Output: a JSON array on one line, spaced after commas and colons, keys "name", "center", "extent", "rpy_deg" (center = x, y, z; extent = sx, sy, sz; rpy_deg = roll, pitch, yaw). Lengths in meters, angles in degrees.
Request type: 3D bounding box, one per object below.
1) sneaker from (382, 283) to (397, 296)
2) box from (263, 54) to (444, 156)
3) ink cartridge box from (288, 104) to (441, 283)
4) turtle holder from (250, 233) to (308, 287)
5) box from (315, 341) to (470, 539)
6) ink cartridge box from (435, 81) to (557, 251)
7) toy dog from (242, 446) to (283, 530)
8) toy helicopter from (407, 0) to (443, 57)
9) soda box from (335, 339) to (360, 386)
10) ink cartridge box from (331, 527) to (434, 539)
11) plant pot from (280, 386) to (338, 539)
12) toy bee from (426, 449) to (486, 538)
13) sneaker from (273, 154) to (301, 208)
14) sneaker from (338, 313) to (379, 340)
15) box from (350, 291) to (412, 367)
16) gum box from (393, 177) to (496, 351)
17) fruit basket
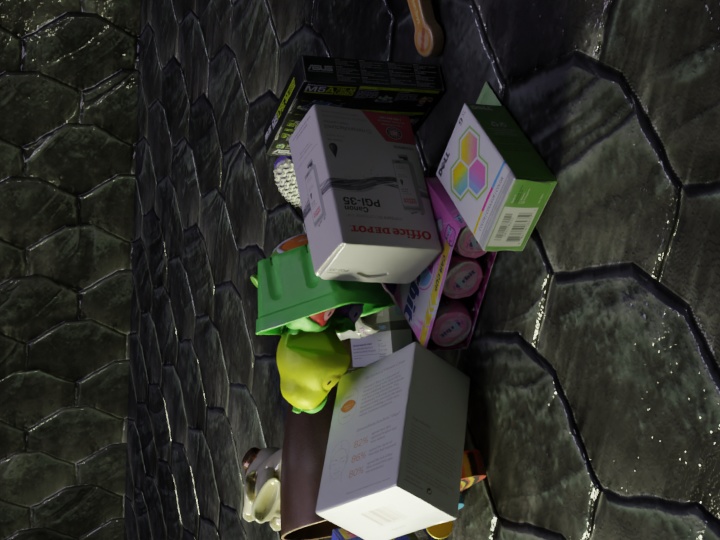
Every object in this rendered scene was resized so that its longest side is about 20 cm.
[{"name": "sneaker", "center": [0.058, -0.059, 1.466], "extent": [0.083, 0.080, 0.202], "rpy_deg": [-115, 20, -75]}, {"name": "box", "center": [-0.014, -0.216, 1.471], "extent": [0.193, 0.198, 0.048], "rpy_deg": [125, 140, -58]}, {"name": "ink cartridge box", "center": [0.005, -0.094, 1.340], "extent": [0.083, 0.145, 0.202], "rpy_deg": [-47, 48, 49]}, {"name": "turtle holder", "center": [-0.073, 0.025, 1.731], "extent": [0.140, 0.132, 0.186], "rpy_deg": [10, 145, 54]}, {"name": "box", "center": [0.044, 0.219, 1.367], "extent": [0.152, 0.106, 0.202], "rpy_deg": [-29, 39, 41]}, {"name": "ink cartridge box", "center": [0.145, -0.126, 1.269], "extent": [0.201, 0.059, 0.104], "rpy_deg": [-115, 35, -42]}, {"name": "toy dog", "center": [-0.155, 0.381, 1.993], "extent": [0.200, 0.138, 0.196], "rpy_deg": [174, 105, -68]}, {"name": "toy helicopter", "center": [0.077, -0.382, 1.423], "extent": [0.132, 0.078, 0.202], "rpy_deg": [-16, 89, 58]}, {"name": "soda box", "center": [-0.031, 0.201, 1.753], "extent": [0.068, 0.063, 0.202], "rpy_deg": [-152, 62, -64]}, {"name": "ink cartridge box", "center": [0.026, 0.431, 1.550], "extent": [0.076, 0.135, 0.202], "rpy_deg": [45, 134, 50]}, {"name": "plant pot", "center": [-0.046, 0.286, 1.637], "extent": [0.187, 0.185, 0.202], "rpy_deg": [129, 132, -59]}, {"name": "toy bee", "center": [0.083, 0.298, 1.431], "extent": [0.131, 0.108, 0.201], "rpy_deg": [-117, 33, -43]}, {"name": "sneaker", "center": [-0.056, -0.141, 1.613], "extent": [0.069, 0.199, 0.100], "rpy_deg": [-33, 51, 30]}, {"name": "sneaker", "center": [0.000, 0.000, 1.566], "extent": [0.099, 0.074, 0.203], "rpy_deg": [-3, 85, 40]}, {"name": "box", "center": [0.025, 0.042, 1.624], "extent": [0.156, 0.041, 0.203], "rpy_deg": [166, 101, -67]}, {"name": "gum box", "center": [0.110, -0.012, 1.371], "extent": [0.114, 0.065, 0.202], "rpy_deg": [-119, 34, -48]}, {"name": "fruit basket", "center": [-0.048, 0.076, 1.406], "extent": [0.215, 0.154, 0.218], "rpy_deg": [-18, -90, -72]}]
